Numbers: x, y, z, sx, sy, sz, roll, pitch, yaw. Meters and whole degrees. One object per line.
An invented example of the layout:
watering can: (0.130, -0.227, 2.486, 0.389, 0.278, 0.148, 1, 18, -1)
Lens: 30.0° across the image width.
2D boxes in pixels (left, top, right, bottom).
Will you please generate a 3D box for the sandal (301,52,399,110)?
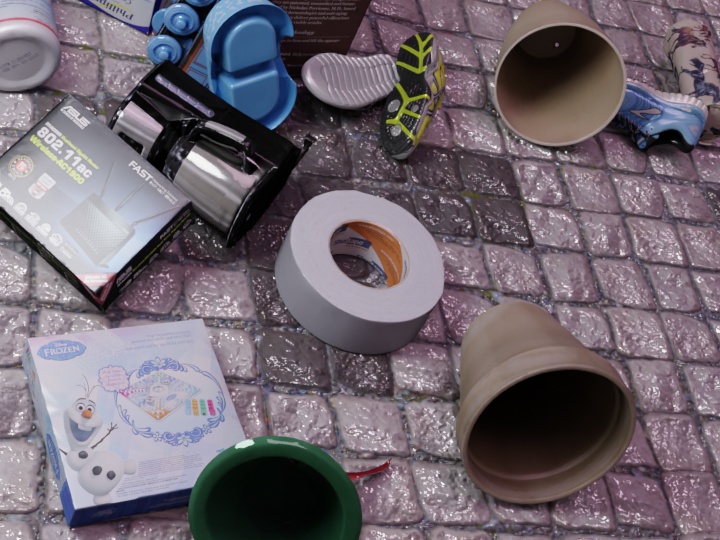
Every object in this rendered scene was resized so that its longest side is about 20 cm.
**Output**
sandal: (-0.011, -0.251, 1.837, 0.202, 0.050, 0.083, -11, 72, -48)

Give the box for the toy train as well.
toy train: (-0.193, -0.319, 1.702, 0.113, 0.200, 0.087, 22, 42, -21)

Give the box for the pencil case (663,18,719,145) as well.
pencil case: (0.528, -0.295, 2.107, 0.077, 0.090, 0.202, -7, 53, 7)

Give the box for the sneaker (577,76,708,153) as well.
sneaker: (0.415, -0.226, 1.997, 0.198, 0.078, 0.091, 13, 73, 4)

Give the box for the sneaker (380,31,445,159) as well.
sneaker: (0.083, -0.231, 1.843, 0.076, 0.075, 0.202, 46, 50, -42)

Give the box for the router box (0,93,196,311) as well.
router box: (-0.304, -0.076, 1.489, 0.200, 0.062, 0.150, 40, 72, 11)

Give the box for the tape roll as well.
tape roll: (0.000, 0.000, 1.612, 0.198, 0.066, 0.202, 13, 49, -15)

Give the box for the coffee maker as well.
coffee maker: (-0.187, -0.148, 1.622, 0.199, 0.135, 0.192, 35, 22, 3)

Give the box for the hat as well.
hat: (-0.081, 0.218, 1.388, 0.200, 0.165, 0.176, 48, 10, -19)

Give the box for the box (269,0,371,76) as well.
box: (-0.095, -0.387, 1.802, 0.163, 0.201, 0.167, -5, 54, -29)

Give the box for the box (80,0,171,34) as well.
box: (-0.318, -0.446, 1.810, 0.182, 0.105, 0.201, 26, 46, -3)

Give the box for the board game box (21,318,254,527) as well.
board game box: (-0.228, 0.151, 1.387, 0.198, 0.044, 0.200, -5, 56, -29)

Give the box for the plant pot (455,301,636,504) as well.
plant pot: (0.191, 0.132, 1.525, 0.198, 0.201, 0.174, 10, 33, -18)

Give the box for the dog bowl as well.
dog bowl: (-0.141, -0.259, 1.677, 0.111, 0.201, 0.050, -21, 50, -18)

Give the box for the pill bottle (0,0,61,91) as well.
pill bottle: (-0.433, -0.326, 1.648, 0.108, 0.109, 0.201, 0, 52, -26)

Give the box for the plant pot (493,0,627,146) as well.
plant pot: (0.279, -0.312, 1.954, 0.185, 0.188, 0.201, 18, 32, -11)
